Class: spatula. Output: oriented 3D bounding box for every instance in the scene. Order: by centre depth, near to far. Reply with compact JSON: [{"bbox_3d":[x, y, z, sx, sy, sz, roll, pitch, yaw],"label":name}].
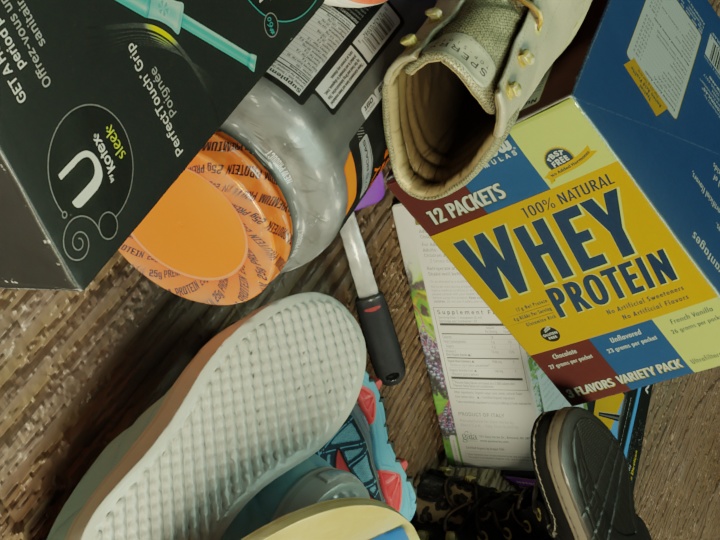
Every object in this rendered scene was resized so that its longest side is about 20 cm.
[{"bbox_3d":[0.000,0.000,0.859,0.021,0.056,0.200,-108,-178,-52],"label":"spatula"}]

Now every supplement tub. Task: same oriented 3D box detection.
[{"bbox_3d":[-0.041,-0.082,0.710,0.200,0.122,0.123,-56,136,-41],"label":"supplement tub"}]

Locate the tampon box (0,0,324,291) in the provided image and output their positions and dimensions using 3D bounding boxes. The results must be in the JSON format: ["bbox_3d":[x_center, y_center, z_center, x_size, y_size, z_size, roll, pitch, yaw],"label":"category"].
[{"bbox_3d":[-0.132,-0.111,0.551,0.200,0.126,0.150,-57,136,-40],"label":"tampon box"}]

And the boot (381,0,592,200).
[{"bbox_3d":[0.074,-0.140,0.664,0.155,0.072,0.200,-54,167,-41],"label":"boot"}]

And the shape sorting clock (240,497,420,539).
[{"bbox_3d":[-0.049,0.186,0.657,0.200,0.039,0.200,-27,134,-32],"label":"shape sorting clock"}]

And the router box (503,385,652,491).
[{"bbox_3d":[0.186,0.103,1.160,0.149,0.051,0.200,43,55,-49],"label":"router box"}]

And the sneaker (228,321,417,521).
[{"bbox_3d":[-0.027,0.112,0.782,0.096,0.079,0.200,-61,139,-35],"label":"sneaker"}]

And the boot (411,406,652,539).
[{"bbox_3d":[0.101,0.156,0.926,0.200,0.150,0.073,59,44,-44],"label":"boot"}]

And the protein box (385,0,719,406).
[{"bbox_3d":[0.152,-0.067,0.870,0.199,0.135,0.200,49,43,-22],"label":"protein box"}]

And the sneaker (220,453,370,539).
[{"bbox_3d":[-0.069,0.178,0.726,0.074,0.082,0.200,31,89,-48],"label":"sneaker"}]

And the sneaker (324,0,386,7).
[{"bbox_3d":[-0.053,-0.201,0.644,0.200,0.082,0.077,28,57,-12],"label":"sneaker"}]

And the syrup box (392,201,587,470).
[{"bbox_3d":[0.091,0.031,0.972,0.079,0.081,0.200,-40,122,-52],"label":"syrup box"}]

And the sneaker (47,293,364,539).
[{"bbox_3d":[-0.080,0.082,0.674,0.200,0.082,0.074,-43,106,-36],"label":"sneaker"}]
